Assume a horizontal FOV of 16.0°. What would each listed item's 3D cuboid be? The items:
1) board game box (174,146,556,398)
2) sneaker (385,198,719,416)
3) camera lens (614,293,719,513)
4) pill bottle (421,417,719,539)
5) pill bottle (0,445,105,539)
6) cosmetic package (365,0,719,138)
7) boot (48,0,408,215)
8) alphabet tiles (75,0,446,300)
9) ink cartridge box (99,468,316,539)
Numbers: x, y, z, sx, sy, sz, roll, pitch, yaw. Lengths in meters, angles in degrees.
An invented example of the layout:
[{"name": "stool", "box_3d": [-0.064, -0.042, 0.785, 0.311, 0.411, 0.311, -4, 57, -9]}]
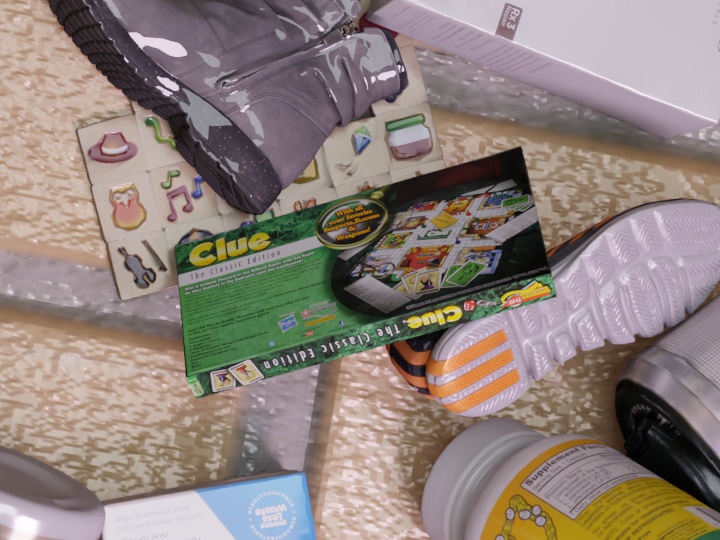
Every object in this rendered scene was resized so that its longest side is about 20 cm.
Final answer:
[{"name": "board game box", "box_3d": [0.000, 0.000, 1.371, 0.200, 0.023, 0.105, -16, 46, 7]}, {"name": "sneaker", "box_3d": [0.099, 0.002, 1.411, 0.200, 0.112, 0.078, -23, 117, -18]}, {"name": "camera lens", "box_3d": [0.253, 0.071, 1.416, 0.200, 0.160, 0.160, -35, 93, -12]}, {"name": "pill bottle", "box_3d": [0.126, 0.155, 1.360, 0.113, 0.200, 0.113, -19, 124, -32]}, {"name": "pill bottle", "box_3d": [-0.217, 0.195, 1.329, 0.111, 0.111, 0.200, 21, 96, -9]}, {"name": "cosmetic package", "box_3d": [0.117, -0.161, 1.443, 0.200, 0.081, 0.113, 18, 82, -11]}, {"name": "boot", "box_3d": [-0.077, -0.141, 1.412, 0.132, 0.070, 0.200, -46, 106, -14]}, {"name": "alphabet tiles", "box_3d": [-0.051, -0.055, 1.442, 0.200, 0.008, 0.167, -14, 89, -12]}, {"name": "ink cartridge box", "box_3d": [-0.074, 0.215, 1.387, 0.116, 0.067, 0.200, -9, 88, -12]}]
